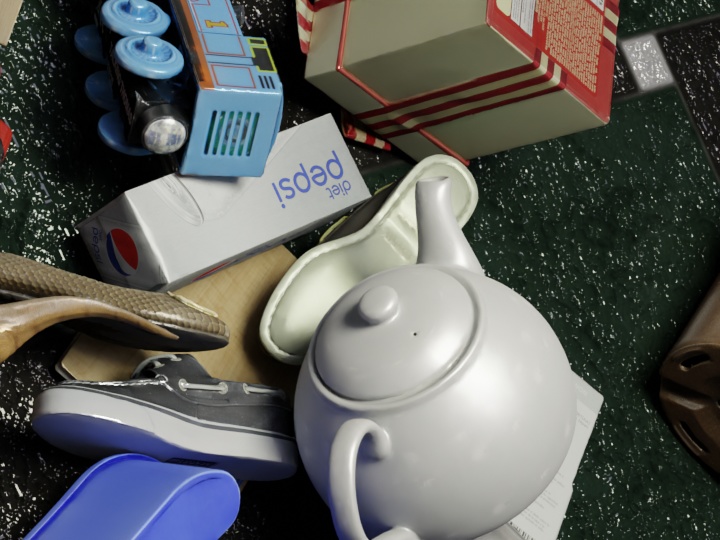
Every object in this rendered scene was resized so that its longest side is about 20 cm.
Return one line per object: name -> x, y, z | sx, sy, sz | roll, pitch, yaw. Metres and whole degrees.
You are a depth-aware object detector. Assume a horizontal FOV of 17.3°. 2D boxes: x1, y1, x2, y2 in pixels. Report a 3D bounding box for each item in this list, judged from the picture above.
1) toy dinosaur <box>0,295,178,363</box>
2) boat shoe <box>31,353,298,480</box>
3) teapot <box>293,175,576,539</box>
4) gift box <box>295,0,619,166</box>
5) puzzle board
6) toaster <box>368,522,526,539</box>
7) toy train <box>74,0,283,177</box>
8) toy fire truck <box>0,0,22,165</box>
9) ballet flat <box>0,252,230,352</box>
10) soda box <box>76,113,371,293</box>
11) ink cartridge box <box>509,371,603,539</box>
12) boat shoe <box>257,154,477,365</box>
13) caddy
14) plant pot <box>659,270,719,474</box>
toy dinosaur -> -0.225, 0.036, 1.426 | 0.199, 0.060, 0.107 | -28, 111, -9
boat shoe -> -0.121, 0.085, 1.493 | 0.199, 0.072, 0.068 | 13, 65, -37
teapot -> 0.034, 0.070, 1.496 | 0.197, 0.200, 0.146 | -35, 132, -6
gift box -> 0.060, -0.199, 1.710 | 0.200, 0.186, 0.185 | 38, 51, -39
puzzle board -> -0.103, 0.046, 1.585 | 0.151, 0.017, 0.200 | 45, 50, -16
toaster -> 0.048, 0.239, 1.552 | 0.129, 0.113, 0.201 | 37, 55, -23
toy train -> -0.121, -0.140, 1.566 | 0.114, 0.087, 0.200 | 4, 36, -20
toy fire truck -> -0.283, -0.147, 1.468 | 0.176, 0.129, 0.201 | 35, 40, -21
ballet flat -> -0.177, 0.013, 1.479 | 0.199, 0.067, 0.047 | 12, 69, -9
soda box -> -0.089, -0.040, 1.580 | 0.200, 0.063, 0.069 | -24, 86, -43
ink cartridge box -> 0.068, 0.106, 1.678 | 0.200, 0.043, 0.174 | 39, 50, -18
boat shoe -> 0.000, 0.000, 1.633 | 0.201, 0.061, 0.072 | -42, 95, -26
caddy -> -0.142, 0.200, 1.425 | 0.200, 0.105, 0.142 | -48, 125, -42
plant pot -> 0.341, 0.053, 1.834 | 0.200, 0.200, 0.198 | 50, 55, -9
